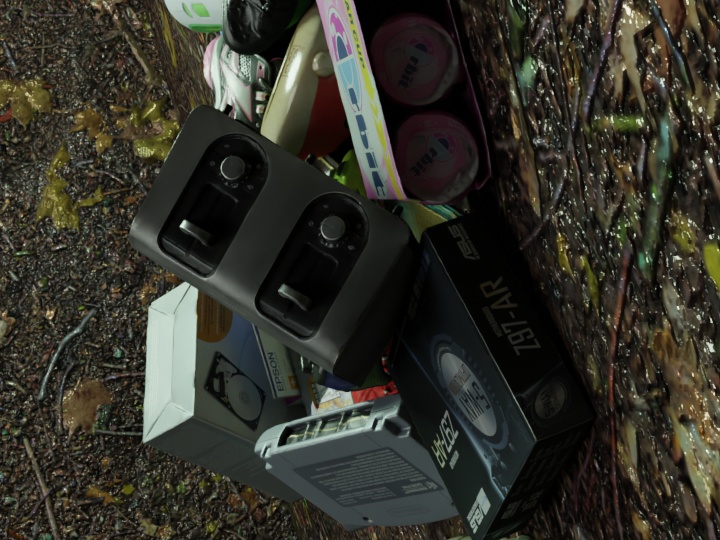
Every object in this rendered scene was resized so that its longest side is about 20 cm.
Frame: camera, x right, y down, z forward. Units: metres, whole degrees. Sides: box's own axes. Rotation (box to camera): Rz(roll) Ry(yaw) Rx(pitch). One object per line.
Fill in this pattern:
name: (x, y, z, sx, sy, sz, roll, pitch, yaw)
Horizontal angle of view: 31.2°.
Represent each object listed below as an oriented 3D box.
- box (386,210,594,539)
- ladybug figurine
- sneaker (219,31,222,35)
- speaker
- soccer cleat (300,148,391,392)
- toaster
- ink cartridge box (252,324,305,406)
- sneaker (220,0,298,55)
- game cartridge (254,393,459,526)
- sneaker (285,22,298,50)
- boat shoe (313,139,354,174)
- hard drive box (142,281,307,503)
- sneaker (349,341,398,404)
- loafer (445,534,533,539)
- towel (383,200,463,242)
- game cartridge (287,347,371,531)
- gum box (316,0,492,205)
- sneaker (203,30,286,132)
box: (0.081, 0.081, 0.886, 0.201, 0.043, 0.161, 103, 145, -59)
ladybug figurine: (-0.031, -0.148, 1.043, 0.200, 0.071, 0.137, -153, 83, -83)
sneaker: (-0.091, -0.191, 1.326, 0.201, 0.065, 0.079, 69, -178, -45)
speaker: (-0.111, -0.250, 1.128, 0.200, 0.088, 0.089, 23, 129, 63)
soccer cleat: (0.000, 0.001, 1.051, 0.065, 0.083, 0.202, 133, 144, -69)
toaster: (-0.050, -0.015, 0.934, 0.180, 0.119, 0.200, 32, 177, 12)
ink cartridge box: (-0.063, 0.035, 1.297, 0.043, 0.199, 0.198, -27, 74, 34)
sneaker: (-0.060, -0.239, 0.952, 0.201, 0.060, 0.104, -56, 1, 25)
game cartridge: (0.015, 0.165, 1.082, 0.133, 0.041, 0.199, 43, 143, -22)
sneaker: (-0.076, -0.260, 1.241, 0.079, 0.077, 0.202, -6, 105, 59)
boat shoe: (-0.030, -0.107, 1.204, 0.060, 0.071, 0.201, -53, 26, 21)
hard drive box: (-0.113, 0.120, 1.273, 0.199, 0.076, 0.157, 30, -136, -40)
sneaker: (0.012, 0.067, 1.100, 0.085, 0.076, 0.202, 34, -141, -80)
loafer: (0.116, 0.232, 0.947, 0.199, 0.068, 0.076, 13, 121, 60)
towel: (0.066, 0.011, 0.993, 0.200, 0.022, 0.148, -139, 34, -68)
game cartridge: (0.012, 0.127, 1.183, 0.133, 0.041, 0.202, -25, 79, 38)
gum box: (0.023, -0.141, 0.863, 0.113, 0.066, 0.202, -159, 54, -78)
sneaker: (-0.091, -0.151, 1.164, 0.086, 0.080, 0.202, -36, 58, 39)
